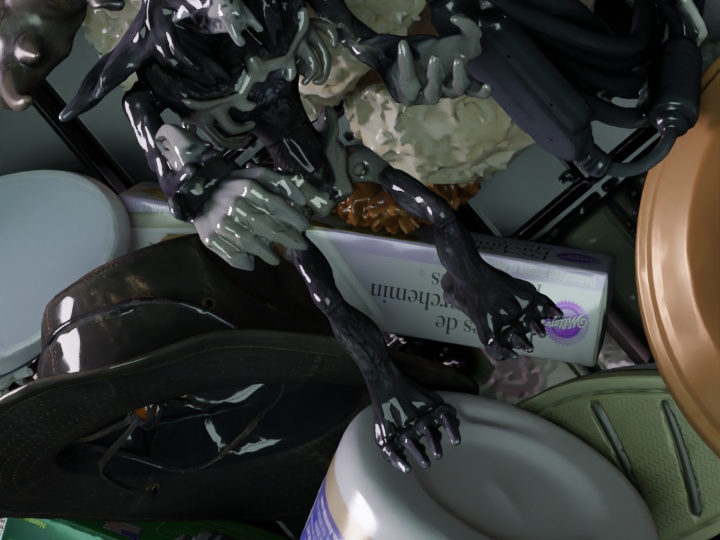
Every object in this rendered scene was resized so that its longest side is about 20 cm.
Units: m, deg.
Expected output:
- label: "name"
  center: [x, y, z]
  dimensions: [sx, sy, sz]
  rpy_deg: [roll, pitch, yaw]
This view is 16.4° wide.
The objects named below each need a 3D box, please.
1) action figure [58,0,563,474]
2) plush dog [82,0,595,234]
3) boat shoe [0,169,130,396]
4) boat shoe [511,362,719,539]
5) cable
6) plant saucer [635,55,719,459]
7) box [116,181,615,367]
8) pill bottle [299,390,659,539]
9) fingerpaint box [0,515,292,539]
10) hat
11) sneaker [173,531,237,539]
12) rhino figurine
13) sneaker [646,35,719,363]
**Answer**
- label: "action figure"
  center: [-0.012, -0.041, 0.798]
  dimensions: [0.119, 0.102, 0.200]
  rpy_deg: [-41, 109, -14]
- label: "plush dog"
  center: [0.010, -0.106, 0.922]
  dimensions: [0.171, 0.161, 0.200]
  rpy_deg: [30, 107, -21]
- label: "boat shoe"
  center: [-0.167, 0.034, 1.009]
  dimensions: [0.202, 0.086, 0.075]
  rpy_deg: [-38, 75, 9]
- label: "boat shoe"
  center: [0.078, 0.076, 0.952]
  dimensions: [0.199, 0.068, 0.075]
  rpy_deg: [-19, 95, 31]
- label: "cable"
  center: [0.061, -0.140, 0.857]
  dimensions: [0.051, 0.164, 0.200]
  rpy_deg: [-20, 124, 44]
- label: "plant saucer"
  center: [0.191, -0.010, 0.857]
  dimensions: [0.199, 0.037, 0.202]
  rpy_deg: [-3, 78, 13]
- label: "box"
  center: [0.000, 0.000, 0.989]
  dimensions: [0.198, 0.041, 0.039]
  rpy_deg: [9, 104, 10]
- label: "pill bottle"
  center: [0.018, 0.156, 0.898]
  dimensions: [0.119, 0.120, 0.201]
  rpy_deg: [24, 117, 5]
- label: "fingerpaint box"
  center: [-0.065, 0.192, 1.024]
  dimensions: [0.199, 0.073, 0.168]
  rpy_deg: [20, 105, 7]
- label: "hat"
  center: [-0.060, 0.033, 0.935]
  dimensions: [0.199, 0.201, 0.081]
  rpy_deg: [-19, 65, 14]
- label: "sneaker"
  center: [-0.082, 0.185, 0.953]
  dimensions: [0.090, 0.078, 0.201]
  rpy_deg: [34, 116, 2]
- label: "rhino figurine"
  center: [-0.108, -0.132, 0.903]
  dimensions: [0.060, 0.201, 0.087]
  rpy_deg: [26, 134, -21]
- label: "sneaker"
  center: [0.143, 0.013, 0.950]
  dimensions: [0.099, 0.069, 0.201]
  rpy_deg: [-27, 90, 30]
